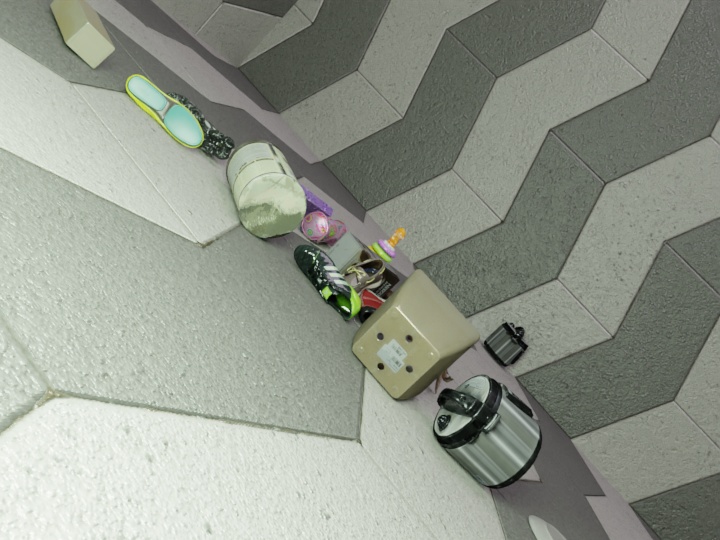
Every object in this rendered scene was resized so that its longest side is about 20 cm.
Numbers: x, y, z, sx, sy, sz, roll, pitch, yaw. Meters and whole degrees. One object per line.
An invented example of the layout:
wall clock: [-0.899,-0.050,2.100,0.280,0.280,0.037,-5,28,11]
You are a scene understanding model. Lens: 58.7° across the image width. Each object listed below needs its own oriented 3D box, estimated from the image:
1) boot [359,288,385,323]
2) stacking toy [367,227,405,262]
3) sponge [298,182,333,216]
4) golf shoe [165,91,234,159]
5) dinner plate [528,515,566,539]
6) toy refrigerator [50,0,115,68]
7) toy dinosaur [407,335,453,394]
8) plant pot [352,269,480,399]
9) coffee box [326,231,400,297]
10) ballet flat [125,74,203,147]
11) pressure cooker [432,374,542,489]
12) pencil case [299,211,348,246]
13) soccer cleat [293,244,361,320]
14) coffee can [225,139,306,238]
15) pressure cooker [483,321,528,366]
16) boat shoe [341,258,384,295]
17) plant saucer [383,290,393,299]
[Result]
boot: [0.064,0.127,1.585,0.199,0.073,0.145,32,16,-30]
stacking toy: [0.062,-0.052,1.907,0.109,0.200,0.116,37,12,-42]
sponge: [-0.174,-0.200,1.806,0.110,0.030,0.200,2,-19,33]
golf shoe: [-0.393,-0.338,1.516,0.200,0.078,0.094,44,-8,-28]
dinner plate: [0.438,0.609,1.376,0.200,0.024,0.200,46,9,-9]
toy refrigerator: [-0.586,-0.509,1.340,0.201,0.070,0.076,55,6,38]
toy dinosaur: [0.166,0.199,1.557,0.201,0.085,0.136,58,16,-26]
plant pot: [0.097,0.145,1.309,0.200,0.200,0.177,47,20,8]
coffee box: [0.000,0.000,1.686,0.199,0.113,0.080,36,14,-47]
ballet flat: [-0.427,-0.348,1.404,0.200,0.067,0.067,42,-11,-18]
pressure cooker: [0.243,0.311,1.283,0.200,0.176,0.179,44,34,-9]
pencil case: [-0.100,-0.114,1.828,0.088,0.087,0.200,48,10,13]
soccer cleat: [-0.075,0.024,1.415,0.200,0.067,0.081,46,22,-4]
coffee can: [-0.210,-0.181,1.399,0.146,0.146,0.201,40,12,-34]
pressure cooker: [0.738,0.356,3.190,0.178,0.200,0.176,39,11,-38]
boat shoe: [-0.006,0.017,1.549,0.071,0.060,0.199,33,28,25]
plant saucer: [0.130,0.136,1.945,0.200,0.034,0.200,46,10,-10]
